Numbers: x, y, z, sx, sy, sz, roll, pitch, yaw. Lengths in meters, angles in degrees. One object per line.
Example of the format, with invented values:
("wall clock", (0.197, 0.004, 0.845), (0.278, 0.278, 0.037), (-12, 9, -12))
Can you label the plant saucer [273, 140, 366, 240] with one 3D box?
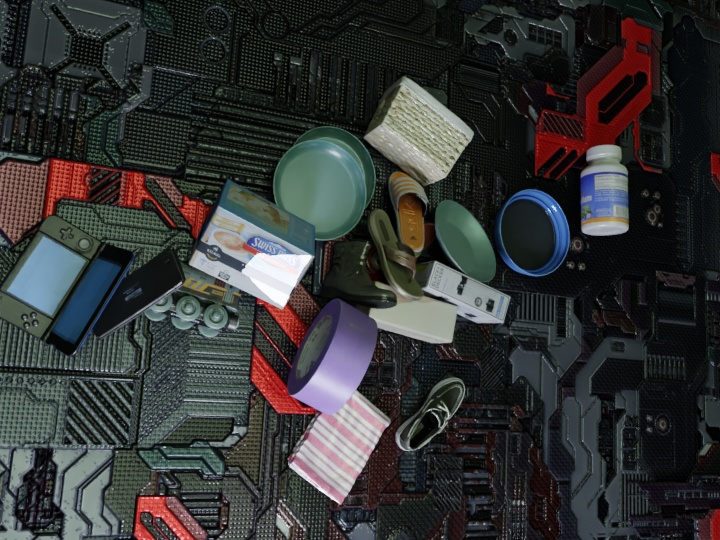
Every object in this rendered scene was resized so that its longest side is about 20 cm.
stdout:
("plant saucer", (-0.083, -0.161, 1.332), (0.196, 0.027, 0.205), (3, 82, -23))

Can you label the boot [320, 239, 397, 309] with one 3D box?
("boot", (0.000, 0.000, 1.296), (0.067, 0.198, 0.133), (22, 79, -44))

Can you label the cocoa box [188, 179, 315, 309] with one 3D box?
("cocoa box", (-0.196, -0.050, 1.227), (0.198, 0.134, 0.132), (27, 114, -17))

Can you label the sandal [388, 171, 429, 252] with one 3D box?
("sandal", (0.112, -0.137, 1.392), (0.078, 0.059, 0.210), (6, 55, -20))

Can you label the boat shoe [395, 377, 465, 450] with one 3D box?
("boat shoe", (0.160, 0.306, 1.388), (0.200, 0.063, 0.071), (-43, 100, -21))

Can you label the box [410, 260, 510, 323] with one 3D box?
("box", (0.206, 0.049, 1.411), (0.197, 0.116, 0.061), (24, 78, -17))

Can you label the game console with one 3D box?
("game console", (-0.510, 0.019, 1.123), (0.169, 0.118, 0.203), (32, 72, -16))

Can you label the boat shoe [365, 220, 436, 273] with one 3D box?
("boat shoe", (0.095, -0.052, 1.408), (0.198, 0.062, 0.072), (-28, 92, -24))

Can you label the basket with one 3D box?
("basket", (0.118, -0.291, 1.411), (0.199, 0.135, 0.125), (35, 76, -14))

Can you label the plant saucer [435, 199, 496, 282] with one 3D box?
("plant saucer", (0.220, -0.058, 1.442), (0.199, 0.038, 0.204), (29, 44, -33))

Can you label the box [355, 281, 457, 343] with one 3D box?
("box", (0.094, 0.090, 1.374), (0.197, 0.095, 0.079), (17, 77, -21))

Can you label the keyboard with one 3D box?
("keyboard", (-0.405, 0.024, 1.168), (0.198, 0.021, 0.129), (-31, 67, 7))

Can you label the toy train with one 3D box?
("toy train", (-0.315, 0.047, 1.224), (0.197, 0.085, 0.116), (19, 63, -16))

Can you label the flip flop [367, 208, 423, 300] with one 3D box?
("flip flop", (0.077, -0.034, 1.319), (0.081, 0.057, 0.203), (-11, 78, -55))

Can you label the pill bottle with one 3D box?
("pill bottle", (0.593, -0.195, 1.602), (0.110, 0.112, 0.205), (5, 81, -21))

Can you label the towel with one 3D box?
("towel", (-0.038, 0.342, 1.322), (0.146, 0.030, 0.201), (40, 71, -14))

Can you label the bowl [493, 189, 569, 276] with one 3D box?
("bowl", (0.401, -0.087, 1.549), (0.197, 0.039, 0.205), (3, 83, -22))

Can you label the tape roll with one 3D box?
("tape roll", (-0.054, 0.162, 1.246), (0.084, 0.199, 0.203), (28, 74, -15))

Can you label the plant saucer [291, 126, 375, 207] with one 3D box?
("plant saucer", (-0.063, -0.199, 1.381), (0.196, 0.027, 0.205), (3, 82, -21))
